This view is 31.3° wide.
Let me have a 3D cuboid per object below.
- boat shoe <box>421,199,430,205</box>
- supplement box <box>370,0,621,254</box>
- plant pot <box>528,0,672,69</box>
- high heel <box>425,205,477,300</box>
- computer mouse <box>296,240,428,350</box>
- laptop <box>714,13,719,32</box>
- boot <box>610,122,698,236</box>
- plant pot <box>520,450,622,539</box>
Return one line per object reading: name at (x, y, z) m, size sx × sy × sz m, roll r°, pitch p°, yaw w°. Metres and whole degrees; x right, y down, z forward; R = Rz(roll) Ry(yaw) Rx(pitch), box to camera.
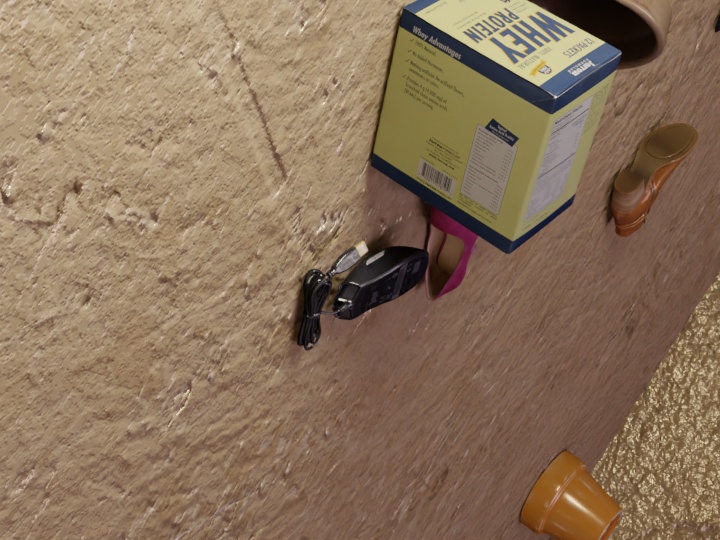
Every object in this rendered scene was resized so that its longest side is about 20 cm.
boat shoe at (0.113, -0.117, 1.553) m, size 0.201 × 0.065 × 0.073 m, roll -44°, pitch 127°, yaw -71°
supplement box at (0.138, -0.169, 1.365) m, size 0.134 × 0.199 × 0.202 m, roll -34°, pitch 149°, yaw -41°
plant pot at (0.267, -0.350, 1.442) m, size 0.200 × 0.198 × 0.177 m, roll 46°, pitch 62°, yaw -66°
high heel at (0.104, -0.026, 1.651) m, size 0.097 × 0.067 × 0.200 m, roll -56°, pitch 166°, yaw -8°
computer mouse at (0.000, 0.000, 1.505) m, size 0.199 × 0.046 × 0.141 m, roll -30°, pitch 150°, yaw -26°
laptop at (0.719, -0.498, 2.205) m, size 0.199 × 0.103 × 0.179 m, roll -36°, pitch 148°, yaw -40°
boot at (0.517, -0.155, 2.266) m, size 0.200 × 0.076 × 0.156 m, roll -47°, pitch 153°, yaw -15°
plant pot at (0.500, 0.553, 2.979) m, size 0.200 × 0.182 × 0.202 m, roll -43°, pitch 153°, yaw -29°
